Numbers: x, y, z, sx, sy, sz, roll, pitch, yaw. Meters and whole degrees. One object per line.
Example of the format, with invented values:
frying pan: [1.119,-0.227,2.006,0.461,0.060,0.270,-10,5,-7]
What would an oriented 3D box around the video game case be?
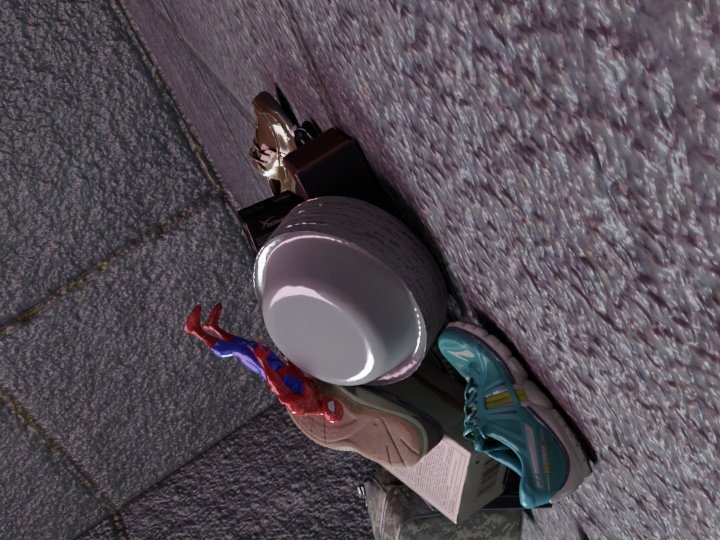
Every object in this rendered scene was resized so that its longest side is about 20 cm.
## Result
video game case: [0.130,0.252,1.212,0.200,0.140,0.019,-159,71,-79]

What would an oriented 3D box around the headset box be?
headset box: [-0.074,0.014,1.197,0.149,0.076,0.203,-140,30,-77]

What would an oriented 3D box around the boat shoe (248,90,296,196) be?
boat shoe: [-0.111,-0.155,1.345,0.076,0.071,0.201,52,171,34]

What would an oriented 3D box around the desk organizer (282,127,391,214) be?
desk organizer: [-0.004,-0.048,1.086,0.202,0.071,0.077,62,174,-26]

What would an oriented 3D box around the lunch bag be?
lunch bag: [0.108,0.334,1.398,0.168,0.197,0.141,-124,31,-63]

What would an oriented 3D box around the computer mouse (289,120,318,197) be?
computer mouse: [-0.051,-0.098,1.257,0.139,0.052,0.200,57,173,4]

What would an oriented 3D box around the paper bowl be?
paper bowl: [-0.019,0.035,1.016,0.198,0.105,0.203,17,135,18]

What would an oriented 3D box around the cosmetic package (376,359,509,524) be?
cosmetic package: [0.070,0.174,1.126,0.199,0.087,0.105,33,128,35]

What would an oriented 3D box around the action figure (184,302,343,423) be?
action figure: [-0.097,0.100,1.066,0.199,0.052,0.065,36,-169,20]

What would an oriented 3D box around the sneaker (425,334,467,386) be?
sneaker: [0.083,0.136,1.212,0.202,0.085,0.078,59,173,-7]

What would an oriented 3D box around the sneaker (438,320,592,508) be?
sneaker: [0.123,0.124,0.905,0.201,0.079,0.078,53,172,39]

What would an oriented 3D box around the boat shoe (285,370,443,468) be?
boat shoe: [0.001,0.156,1.077,0.198,0.064,0.073,14,101,40]
